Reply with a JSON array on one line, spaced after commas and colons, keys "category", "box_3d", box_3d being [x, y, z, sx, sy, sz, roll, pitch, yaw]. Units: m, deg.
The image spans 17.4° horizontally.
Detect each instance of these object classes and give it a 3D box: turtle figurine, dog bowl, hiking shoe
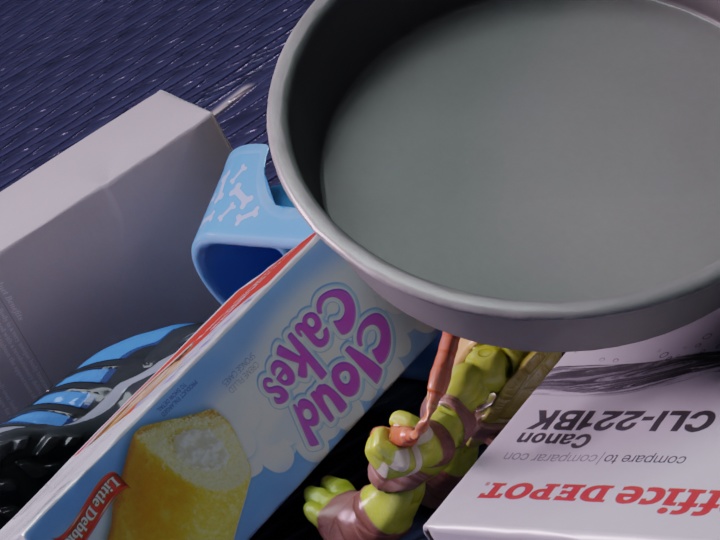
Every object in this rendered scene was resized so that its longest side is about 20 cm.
[{"category": "turtle figurine", "box_3d": [0.048, 0.037, 0.887, 0.162, 0.064, 0.200, -57, 0, 43]}, {"category": "dog bowl", "box_3d": [0.000, 0.000, 1.047, 0.199, 0.112, 0.050, 4, 52, 50]}, {"category": "hiking shoe", "box_3d": [-0.128, 0.085, 1.066, 0.199, 0.075, 0.087, -25, 15, -19]}]

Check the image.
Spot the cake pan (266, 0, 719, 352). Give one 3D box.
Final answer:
[{"category": "cake pan", "box_3d": [0.068, -0.050, 0.807, 0.198, 0.037, 0.201, -4, 49, 4]}]

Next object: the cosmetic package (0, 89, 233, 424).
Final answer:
[{"category": "cosmetic package", "box_3d": [-0.143, 0.007, 1.179, 0.199, 0.107, 0.090, -33, 24, -17]}]

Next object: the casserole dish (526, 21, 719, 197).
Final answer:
[{"category": "casserole dish", "box_3d": [0.133, -0.083, 0.890, 0.120, 0.039, 0.201, 10, 44, 13]}]

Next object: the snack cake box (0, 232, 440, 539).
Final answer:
[{"category": "snack cake box", "box_3d": [-0.067, 0.076, 0.955, 0.200, 0.067, 0.115, -46, 4, -30]}]

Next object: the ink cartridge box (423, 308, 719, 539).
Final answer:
[{"category": "ink cartridge box", "box_3d": [0.137, 0.061, 0.805, 0.144, 0.084, 0.200, -2, 34, 43]}]
